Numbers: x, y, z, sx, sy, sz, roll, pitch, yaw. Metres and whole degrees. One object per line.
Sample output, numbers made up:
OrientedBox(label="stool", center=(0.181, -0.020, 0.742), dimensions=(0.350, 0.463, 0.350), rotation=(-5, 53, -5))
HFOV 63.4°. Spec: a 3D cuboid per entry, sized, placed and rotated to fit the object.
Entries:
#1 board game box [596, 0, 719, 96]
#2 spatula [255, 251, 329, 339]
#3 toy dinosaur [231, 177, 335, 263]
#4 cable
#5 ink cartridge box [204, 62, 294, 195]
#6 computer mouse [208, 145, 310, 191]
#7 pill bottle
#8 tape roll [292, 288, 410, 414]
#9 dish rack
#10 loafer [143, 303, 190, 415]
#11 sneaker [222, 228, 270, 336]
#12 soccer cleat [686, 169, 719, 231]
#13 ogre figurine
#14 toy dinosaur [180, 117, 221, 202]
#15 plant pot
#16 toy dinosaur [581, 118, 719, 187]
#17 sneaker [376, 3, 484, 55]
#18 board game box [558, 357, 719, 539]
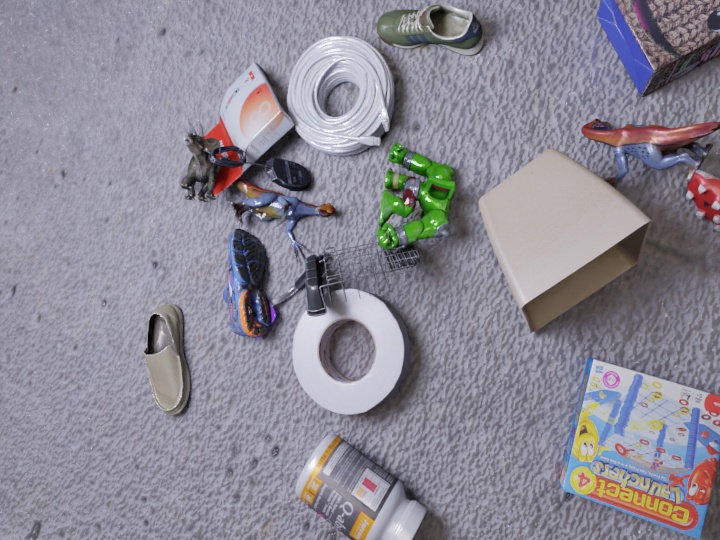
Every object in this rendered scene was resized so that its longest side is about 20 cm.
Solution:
OrientedBox(label="board game box", center=(0.493, -0.400, 0.888), dimensions=(0.196, 0.097, 0.163), rotation=(-27, 78, 11))
OrientedBox(label="spatula", center=(-0.129, 0.038, 1.049), dimensions=(0.199, 0.021, 0.057), rotation=(-43, 59, 4))
OrientedBox(label="toy dinosaur", center=(-0.138, -0.123, 1.038), dimensions=(0.176, 0.106, 0.206), rotation=(-13, 70, -5))
OrientedBox(label="cable", center=(-0.033, -0.308, 1.035), dimensions=(0.193, 0.069, 0.208), rotation=(0, 84, 16))
OrientedBox(label="ink cartridge box", center=(-0.228, -0.260, 1.061), dimensions=(0.198, 0.050, 0.164), rotation=(-37, 54, 9))
OrientedBox(label="computer mouse", center=(-0.173, -0.173, 1.014), dimensions=(0.034, 0.195, 0.060), rotation=(-40, 51, 43))
OrientedBox(label="pill bottle", center=(0.001, 0.366, 0.934), dimensions=(0.197, 0.116, 0.119), rotation=(31, 92, 16))
OrientedBox(label="tape roll", center=(-0.015, 0.135, 0.987), dimensions=(0.193, 0.066, 0.208), rotation=(-2, 84, 15))
OrientedBox(label="dish rack", center=(0.000, 0.000, 0.955), dimensions=(0.193, 0.154, 0.056), rotation=(-13, 114, -1))
OrientedBox(label="loafer", center=(-0.364, 0.164, 1.075), dimensions=(0.073, 0.068, 0.207), rotation=(-11, 82, 13))
OrientedBox(label="sneaker", center=(-0.218, 0.022, 1.050), dimensions=(0.077, 0.074, 0.207), rotation=(-21, 67, 37))
OrientedBox(label="soccer cleat", center=(0.570, -0.087, 0.857), dimensions=(0.085, 0.069, 0.200), rotation=(-45, 79, -3))
OrientedBox(label="ogre figurine", center=(0.094, -0.119, 0.960), dimensions=(0.116, 0.203, 0.100), rotation=(7, 129, 5))
OrientedBox(label="toy dinosaur", center=(-0.281, -0.180, 1.036), dimensions=(0.075, 0.200, 0.106), rotation=(16, 79, -12))
OrientedBox(label="plant pot", center=(0.284, -0.053, 0.871), dimensions=(0.197, 0.200, 0.180), rotation=(-34, 65, 9))
OrientedBox(label="toy dinosaur", center=(0.416, -0.201, 0.857), dimensions=(0.179, 0.202, 0.105), rotation=(34, 66, 24))
OrientedBox(label="sneaker", center=(0.114, -0.425, 0.995), dimensions=(0.194, 0.090, 0.069), rotation=(16, 89, 16))
OrientedBox(label="board game box", center=(0.416, 0.256, 0.865), dimensions=(0.194, 0.056, 0.202), rotation=(14, 88, 16))
